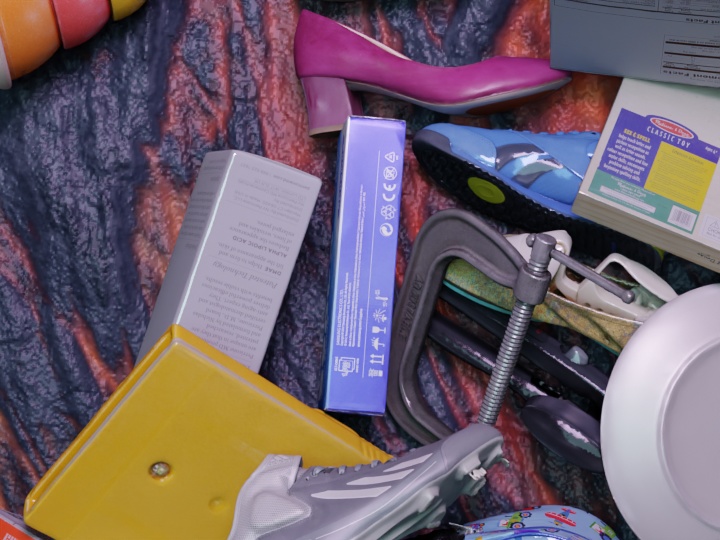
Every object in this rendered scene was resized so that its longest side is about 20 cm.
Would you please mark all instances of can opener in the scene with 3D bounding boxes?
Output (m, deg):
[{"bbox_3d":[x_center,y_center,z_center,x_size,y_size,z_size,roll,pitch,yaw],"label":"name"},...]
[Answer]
[{"bbox_3d":[0.115,0.064,1.110,0.200,0.079,0.064,41,99,20],"label":"can opener"}]

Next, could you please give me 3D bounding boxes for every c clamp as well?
[{"bbox_3d":[0.080,0.050,1.069,0.171,0.027,0.201,42,126,33],"label":"c clamp"}]

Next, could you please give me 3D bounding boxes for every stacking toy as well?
[{"bbox_3d":[-0.201,-0.225,1.176,0.199,0.146,0.147,-16,81,-12],"label":"stacking toy"}]

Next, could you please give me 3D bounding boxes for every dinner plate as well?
[{"bbox_3d":[0.255,0.108,1.062,0.199,0.024,0.202,0,90,-14],"label":"dinner plate"}]

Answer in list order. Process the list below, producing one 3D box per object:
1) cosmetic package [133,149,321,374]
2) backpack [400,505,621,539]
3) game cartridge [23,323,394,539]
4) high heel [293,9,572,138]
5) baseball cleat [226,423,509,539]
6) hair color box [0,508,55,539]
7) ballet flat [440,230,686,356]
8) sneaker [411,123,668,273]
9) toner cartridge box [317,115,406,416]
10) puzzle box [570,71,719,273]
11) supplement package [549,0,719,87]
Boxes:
[{"bbox_3d":[-0.099,0.019,1.120,0.074,0.102,0.201,18,89,-16],"label":"cosmetic package"},{"bbox_3d":[0.099,0.252,1.056,0.199,0.135,0.184,-17,82,4],"label":"backpack"},{"bbox_3d":[-0.097,0.149,1.076,0.200,0.032,0.176,33,110,-25],"label":"game cartridge"},{"bbox_3d":[0.048,-0.156,1.139,0.199,0.067,0.097,-8,85,8],"label":"high heel"},{"bbox_3d":[-0.004,0.140,1.027,0.200,0.070,0.106,-33,63,-21],"label":"baseball cleat"},{"bbox_3d":[-0.184,0.233,1.089,0.199,0.101,0.061,24,81,29],"label":"hair color box"},{"bbox_3d":[0.150,0.010,1.102,0.199,0.071,0.071,24,88,7],"label":"ballet flat"},{"bbox_3d":[0.136,-0.069,1.124,0.199,0.066,0.079,23,71,13],"label":"sneaker"},{"bbox_3d":[0.000,0.000,1.113,0.043,0.095,0.201,5,84,-5],"label":"toner cartridge box"},{"bbox_3d":[0.254,-0.058,1.077,0.199,0.025,0.133,23,58,5],"label":"puzzle box"},{"bbox_3d":[0.205,-0.253,1.035,0.146,0.200,0.192,8,68,10],"label":"supplement package"}]
